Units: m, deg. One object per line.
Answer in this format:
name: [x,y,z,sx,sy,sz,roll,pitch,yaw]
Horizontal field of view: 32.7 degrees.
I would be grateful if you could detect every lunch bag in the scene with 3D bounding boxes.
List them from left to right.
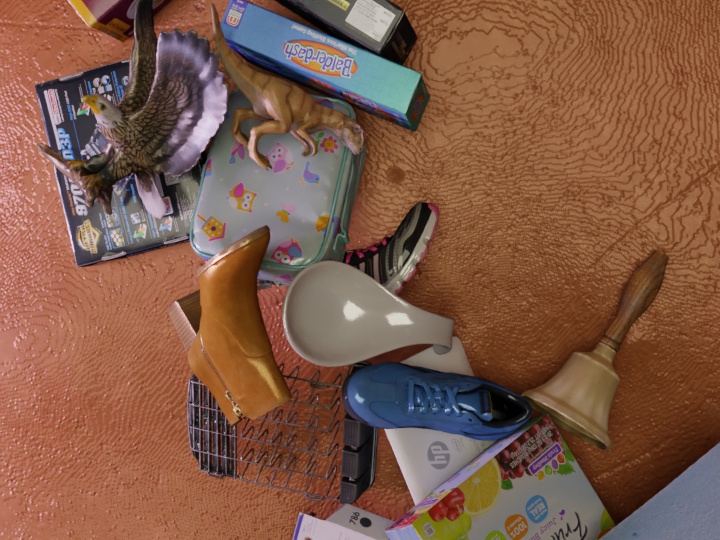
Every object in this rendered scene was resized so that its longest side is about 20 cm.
lunch bag: [-0.078,-0.079,1.239,0.158,0.077,0.203,9,72,11]

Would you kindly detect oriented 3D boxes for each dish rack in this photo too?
dish rack: [-0.082,0.159,1.270,0.197,0.055,0.156,9,114,12]

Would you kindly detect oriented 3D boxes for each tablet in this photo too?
tablet: [0.091,0.180,1.248,0.129,0.014,0.202,-22,89,-35]

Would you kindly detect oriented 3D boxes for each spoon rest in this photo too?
spoon rest: [0.014,0.048,1.189,0.198,0.060,0.101,10,82,-31]

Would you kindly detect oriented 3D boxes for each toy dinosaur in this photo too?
toy dinosaur: [-0.088,-0.163,1.175,0.199,0.061,0.107,30,107,-21]

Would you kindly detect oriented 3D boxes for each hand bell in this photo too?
hand bell: [0.255,0.067,1.240,0.103,0.104,0.202,30,83,5]

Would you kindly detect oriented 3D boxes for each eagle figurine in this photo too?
eagle figurine: [-0.215,-0.155,1.201,0.151,0.151,0.201,39,92,-1]

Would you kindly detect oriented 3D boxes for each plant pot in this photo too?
plant pot: [0.364,0.317,1.129,0.196,0.200,0.196,-40,120,7]

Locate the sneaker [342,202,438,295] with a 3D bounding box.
sneaker: [0.000,0.000,1.263,0.087,0.074,0.201,38,101,-2]

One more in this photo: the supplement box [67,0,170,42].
supplement box: [-0.213,-0.337,1.261,0.199,0.110,0.086,-39,88,7]

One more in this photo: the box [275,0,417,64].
box: [-0.042,-0.274,1.217,0.199,0.158,0.051,33,95,6]

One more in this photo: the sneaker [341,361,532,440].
sneaker: [0.079,0.125,1.201,0.198,0.078,0.067,13,72,-28]

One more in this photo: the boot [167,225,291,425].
boot: [-0.103,0.058,1.155,0.145,0.070,0.201,56,140,7]

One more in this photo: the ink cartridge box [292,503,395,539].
ink cartridge box: [0.025,0.304,1.266,0.197,0.039,0.100,20,127,4]

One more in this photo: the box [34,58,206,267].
box: [-0.245,-0.119,1.304,0.157,0.046,0.203,-14,90,7]

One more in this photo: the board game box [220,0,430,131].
board game box: [-0.032,-0.202,1.221,0.198,0.152,0.046,23,92,6]

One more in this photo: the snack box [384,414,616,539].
snack box: [0.149,0.268,1.204,0.199,0.068,0.170,-31,89,-30]
